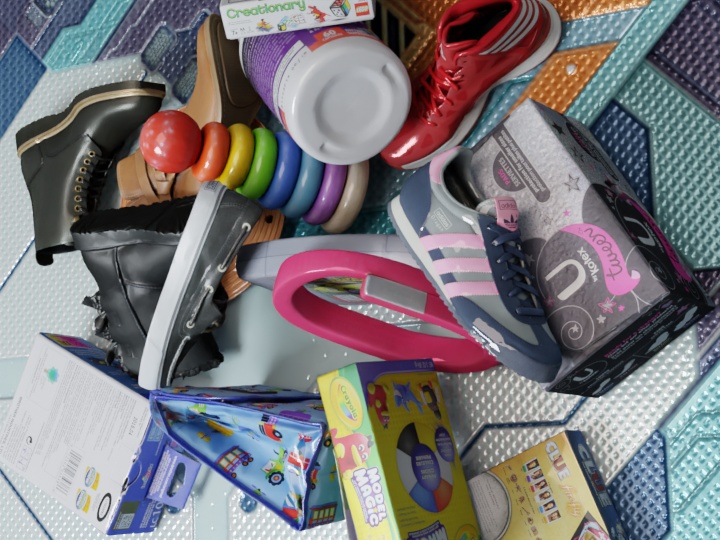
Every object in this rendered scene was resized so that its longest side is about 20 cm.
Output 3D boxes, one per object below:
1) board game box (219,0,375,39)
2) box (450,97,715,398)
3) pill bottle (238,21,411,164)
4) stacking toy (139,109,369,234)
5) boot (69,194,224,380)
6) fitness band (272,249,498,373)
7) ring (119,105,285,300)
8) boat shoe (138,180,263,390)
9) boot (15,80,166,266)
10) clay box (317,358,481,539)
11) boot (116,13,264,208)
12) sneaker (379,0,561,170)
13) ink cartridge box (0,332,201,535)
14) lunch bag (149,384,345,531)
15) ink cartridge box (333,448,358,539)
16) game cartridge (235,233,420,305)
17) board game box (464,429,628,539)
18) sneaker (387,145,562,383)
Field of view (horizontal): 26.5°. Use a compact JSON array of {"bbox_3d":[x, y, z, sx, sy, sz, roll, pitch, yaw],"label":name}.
[{"bbox_3d":[-0.049,-0.267,1.327,0.125,0.200,0.035,-7,124,6],"label":"board game box"},{"bbox_3d":[0.163,-0.017,1.217,0.132,0.115,0.201,-41,66,21],"label":"box"},{"bbox_3d":[-0.041,-0.182,1.334,0.112,0.111,0.200,-56,35,14],"label":"pill bottle"},{"bbox_3d":[-0.097,-0.094,1.333,0.085,0.199,0.086,-166,90,-70],"label":"stacking toy"},{"bbox_3d":[-0.167,0.020,1.400,0.197,0.073,0.163,-5,117,26],"label":"boot"},{"bbox_3d":[0.025,0.035,1.252,0.144,0.199,0.038,-29,43,61],"label":"fitness band"},{"bbox_3d":[-0.150,-0.063,1.469,0.199,0.019,0.202,-4,83,30],"label":"ring"},{"bbox_3d":[-0.138,0.021,1.299,0.056,0.069,0.201,21,113,-2],"label":"boat shoe"},{"bbox_3d":[-0.258,-0.096,1.507,0.199,0.077,0.139,-22,71,41],"label":"boot"},{"bbox_3d":[0.038,0.173,1.226,0.047,0.115,0.201,-24,76,33],"label":"clay box"},{"bbox_3d":[-0.162,-0.127,1.439,0.155,0.077,0.201,-19,83,31],"label":"boot"},{"bbox_3d":[0.068,-0.169,1.292,0.200,0.115,0.078,-45,64,19],"label":"sneaker"},{"bbox_3d":[-0.244,0.163,1.465,0.199,0.076,0.137,27,99,32],"label":"ink cartridge box"},{"bbox_3d":[-0.077,0.141,1.320,0.199,0.150,0.095,17,99,32],"label":"lunch bag"},{"bbox_3d":[0.019,0.249,1.255,0.048,0.145,0.201,-21,74,29],"label":"ink cartridge box"},{"bbox_3d":[0.000,0.000,1.303,0.199,0.133,0.041,-3,73,31],"label":"game cartridge"},{"bbox_3d":[0.156,0.248,1.237,0.135,0.035,0.201,-30,70,25],"label":"board game box"},{"bbox_3d":[0.098,-0.009,1.146,0.082,0.070,0.200,-50,61,25],"label":"sneaker"}]
